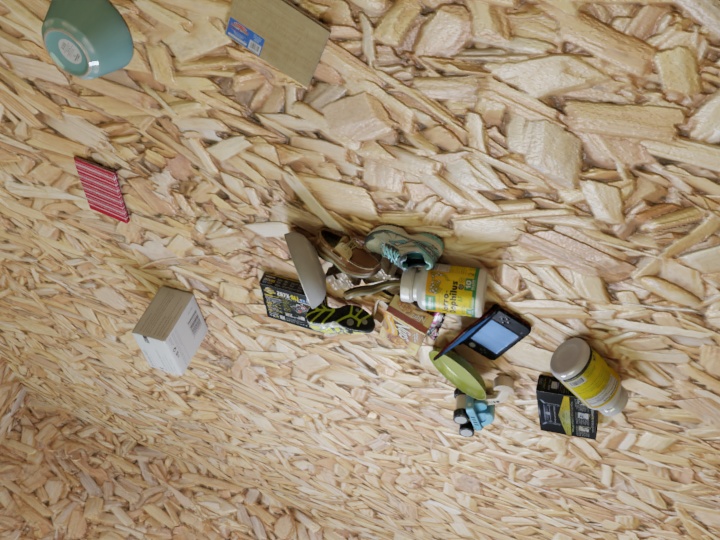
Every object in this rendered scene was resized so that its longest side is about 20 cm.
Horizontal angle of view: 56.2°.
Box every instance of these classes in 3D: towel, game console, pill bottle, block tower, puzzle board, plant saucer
[{"bbox_3d":[-0.739,-0.229,1.935,0.141,0.023,0.203,21,141,12],"label":"towel"},{"bbox_3d":[0.308,0.188,1.716,0.170,0.120,0.201,30,144,-5],"label":"game console"},{"bbox_3d":[0.567,0.267,1.659,0.199,0.114,0.112,41,141,-20],"label":"pill bottle"},{"bbox_3d":[0.000,0.000,1.733,0.196,0.055,0.058,-10,131,38],"label":"block tower"},{"bbox_3d":[0.197,0.043,1.600,0.194,0.115,0.114,7,140,15],"label":"pill bottle"},{"bbox_3d":[-0.162,-0.465,1.309,0.197,0.018,0.151,32,144,-5],"label":"puzzle board"},{"bbox_3d":[0.275,0.280,1.872,0.198,0.031,0.201,38,163,14],"label":"plant saucer"}]

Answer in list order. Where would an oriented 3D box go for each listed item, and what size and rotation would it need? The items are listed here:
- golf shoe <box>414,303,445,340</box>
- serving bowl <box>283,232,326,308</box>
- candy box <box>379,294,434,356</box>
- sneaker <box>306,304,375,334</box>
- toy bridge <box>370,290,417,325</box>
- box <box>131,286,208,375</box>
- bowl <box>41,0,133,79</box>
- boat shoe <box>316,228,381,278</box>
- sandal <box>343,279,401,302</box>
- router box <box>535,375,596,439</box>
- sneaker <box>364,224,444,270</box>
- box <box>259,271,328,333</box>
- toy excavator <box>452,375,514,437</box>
[{"bbox_3d":[0.177,0.107,1.738,0.090,0.073,0.202,23,144,7],"label":"golf shoe"},{"bbox_3d":[-0.131,-0.009,1.723,0.064,0.202,0.203,-22,134,-3],"label":"serving bowl"},{"bbox_3d":[0.115,0.144,1.730,0.114,0.056,0.201,30,158,9],"label":"candy box"},{"bbox_3d":[-0.052,0.143,1.888,0.194,0.077,0.077,9,149,12],"label":"sneaker"},{"bbox_3d":[0.078,0.091,1.817,0.067,0.028,0.199,39,142,-13],"label":"toy bridge"},{"bbox_3d":[-0.623,0.199,2.225,0.127,0.203,0.202,12,142,17],"label":"box"},{"bbox_3d":[-0.608,-0.499,1.463,0.196,0.106,0.203,17,143,13],"label":"bowl"},{"bbox_3d":[-0.037,-0.046,1.657,0.197,0.075,0.075,24,137,33],"label":"boat shoe"},{"bbox_3d":[0.054,0.057,1.711,0.194,0.080,0.056,-12,91,6],"label":"sandal"},{"bbox_3d":[0.565,0.375,1.839,0.153,0.053,0.203,6,138,24],"label":"router box"},{"bbox_3d":[0.093,-0.049,1.589,0.195,0.087,0.079,7,139,24],"label":"sneaker"},{"bbox_3d":[-0.190,0.096,1.968,0.195,0.050,0.162,14,139,17],"label":"box"},{"bbox_3d":[0.363,0.383,1.955,0.195,0.101,0.197,-11,131,21],"label":"toy excavator"}]
